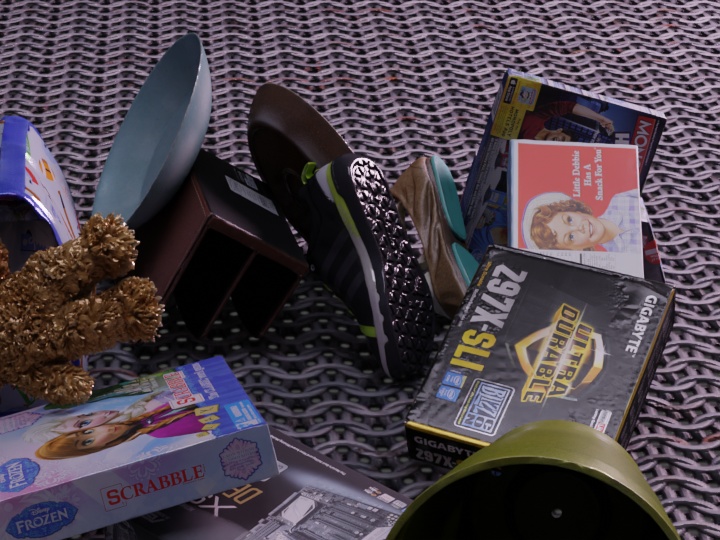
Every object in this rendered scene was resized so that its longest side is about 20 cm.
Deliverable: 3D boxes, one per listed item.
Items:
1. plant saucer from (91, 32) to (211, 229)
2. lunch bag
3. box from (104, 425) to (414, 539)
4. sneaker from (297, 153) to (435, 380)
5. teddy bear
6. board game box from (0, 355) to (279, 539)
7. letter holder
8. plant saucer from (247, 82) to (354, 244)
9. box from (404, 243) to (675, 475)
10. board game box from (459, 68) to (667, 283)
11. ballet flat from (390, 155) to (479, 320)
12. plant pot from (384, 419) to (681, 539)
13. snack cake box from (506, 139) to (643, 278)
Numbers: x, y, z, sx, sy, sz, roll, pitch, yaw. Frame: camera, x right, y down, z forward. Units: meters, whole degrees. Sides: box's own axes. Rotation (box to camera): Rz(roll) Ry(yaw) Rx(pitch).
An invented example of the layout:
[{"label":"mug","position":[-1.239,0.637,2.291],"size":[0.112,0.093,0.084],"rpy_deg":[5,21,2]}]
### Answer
[{"label":"plant saucer","position":[-0.175,-0.110,1.731],"size":[0.038,0.202,0.201],"rpy_deg":[25,19,-21]},{"label":"lunch bag","position":[-0.277,-0.004,1.569],"size":[0.122,0.202,0.170],"rpy_deg":[-2,27,-8]},{"label":"box","position":[-0.055,0.188,1.359],"size":[0.199,0.050,0.157],"rpy_deg":[23,34,37]},{"label":"sneaker","position":[0.000,0.000,1.652],"size":[0.082,0.202,0.071],"rpy_deg":[-23,-13,35]},{"label":"teddy bear","position":[-0.241,0.035,1.446],"size":[0.198,0.147,0.067],"rpy_deg":[-7,9,6]},{"label":"board game box","position":[-0.172,0.127,1.396],"size":[0.197,0.042,0.200],"rpy_deg":[-16,14,-10]},{"label":"letter holder","position":[-0.138,-0.004,1.716],"size":[0.100,0.143,0.200],"rpy_deg":[27,13,-22]},{"label":"plant saucer","position":[-0.042,-0.075,1.761],"size":[0.032,0.201,0.200],"rpy_deg":[-37,40,-19]},{"label":"box","position":[0.141,0.078,1.522],"size":[0.158,0.050,0.201],"rpy_deg":[13,50,20]},{"label":"board game box","position":[0.198,-0.070,1.793],"size":[0.198,0.202,0.062],"rpy_deg":[15,24,-5]},{"label":"ballet flat","position":[0.067,-0.011,1.740],"size":[0.072,0.068,0.201],"rpy_deg":[-31,55,18]},{"label":"plant pot","position":[0.119,0.184,1.247],"size":[0.198,0.203,0.193],"rpy_deg":[6,14,9]},{"label":"snack cake box","position":[0.181,-0.013,1.675],"size":[0.114,0.067,0.202],"rpy_deg":[2,54,2]}]
